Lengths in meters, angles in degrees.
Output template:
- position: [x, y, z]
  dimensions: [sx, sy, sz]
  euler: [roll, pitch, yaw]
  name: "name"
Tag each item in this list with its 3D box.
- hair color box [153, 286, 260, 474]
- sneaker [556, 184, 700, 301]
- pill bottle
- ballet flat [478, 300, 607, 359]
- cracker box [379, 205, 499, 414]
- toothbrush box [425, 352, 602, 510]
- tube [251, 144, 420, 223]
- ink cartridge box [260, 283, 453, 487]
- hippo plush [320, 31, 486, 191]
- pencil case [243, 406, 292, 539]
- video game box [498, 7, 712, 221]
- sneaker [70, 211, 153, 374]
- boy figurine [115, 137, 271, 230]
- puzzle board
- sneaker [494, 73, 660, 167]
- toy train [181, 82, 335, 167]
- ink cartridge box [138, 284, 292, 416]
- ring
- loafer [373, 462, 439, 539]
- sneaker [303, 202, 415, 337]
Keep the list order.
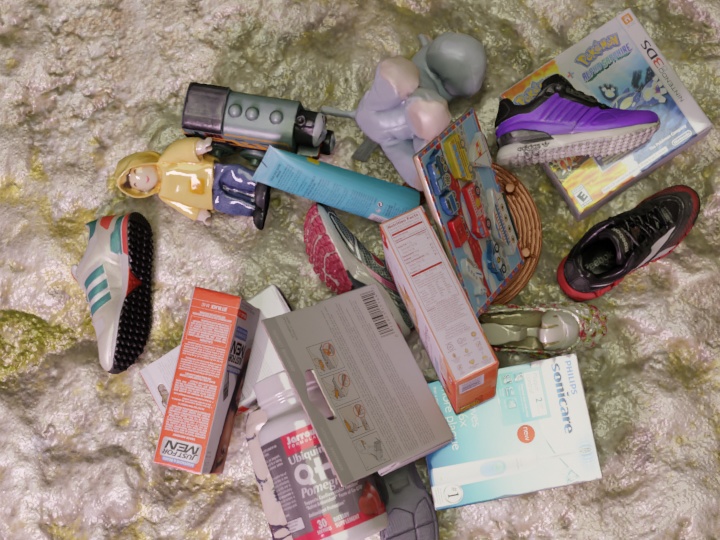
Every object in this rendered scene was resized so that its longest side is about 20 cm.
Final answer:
- position: [-0.175, 0.130, 1.374]
  dimensions: [0.063, 0.111, 0.203]
  euler: [12, 83, 8]
  name: "hair color box"
- position: [0.324, -0.038, 1.409]
  dimensions: [0.199, 0.098, 0.071]
  euler: [-34, 77, -2]
  name: "sneaker"
- position: [-0.050, 0.210, 1.329]
  dimensions: [0.109, 0.111, 0.203]
  euler: [-21, 81, 2]
  name: "pill bottle"
- position: [0.199, 0.075, 1.418]
  dimensions: [0.196, 0.064, 0.077]
  euler: [-3, 96, 6]
  name: "ballet flat"
- position: [0.087, 0.046, 1.328]
  dimensions: [0.057, 0.134, 0.202]
  euler: [-23, 69, -4]
  name: "cracker box"
- position: [0.171, 0.191, 1.393]
  dimensions: [0.196, 0.085, 0.149]
  euler: [-10, 79, 3]
  name: "toothbrush box"
- position: [-0.027, -0.099, 1.424]
  dimensions: [0.197, 0.078, 0.051]
  euler: [16, 54, -14]
  name: "tube"
- position: [-0.009, 0.128, 1.309]
  dimensions: [0.174, 0.045, 0.202]
  euler: [-16, 72, -40]
  name: "ink cartridge box"
- position: [0.087, -0.202, 1.451]
  dimensions: [0.160, 0.199, 0.160]
  euler: [-38, 96, -27]
  name: "hippo plush"
- position: [-0.080, 0.246, 1.412]
  dimensions: [0.088, 0.078, 0.203]
  euler: [-17, 80, 4]
  name: "pencil case"
- position: [0.300, -0.193, 1.463]
  dimensions: [0.199, 0.047, 0.184]
  euler: [-34, 77, 0]
  name: "video game box"
- position: [-0.317, 0.028, 1.487]
  dimensions: [0.092, 0.070, 0.204]
  euler: [0, 82, 24]
  name: "sneaker"
- position: [-0.207, -0.114, 1.470]
  dimensions: [0.197, 0.126, 0.065]
  euler: [13, 40, -2]
  name: "boy figurine"
- position: [0.131, -0.067, 1.359]
  dimensions: [0.017, 0.151, 0.203]
  euler: [-7, 112, 36]
  name: "puzzle board"
- position: [0.254, -0.188, 1.409]
  dimensions: [0.196, 0.070, 0.101]
  euler: [-7, 78, 5]
  name: "sneaker"
- position: [-0.130, -0.179, 1.469]
  dimensions: [0.196, 0.114, 0.087]
  euler: [11, 82, 8]
  name: "toy train"
- position: [-0.159, 0.117, 1.457]
  dimensions: [0.198, 0.050, 0.110]
  euler: [-32, 79, 1]
  name: "ink cartridge box"
- position: [0.127, -0.045, 1.469]
  dimensions: [0.197, 0.019, 0.204]
  euler: [-1, 81, 7]
  name: "ring"
- position: [0.049, 0.272, 1.409]
  dimensions: [0.071, 0.063, 0.203]
  euler: [-14, 83, 0]
  name: "loafer"
- position: [0.000, 0.000, 1.453]
  dimensions: [0.074, 0.081, 0.201]
  euler: [-30, 78, -29]
  name: "sneaker"
